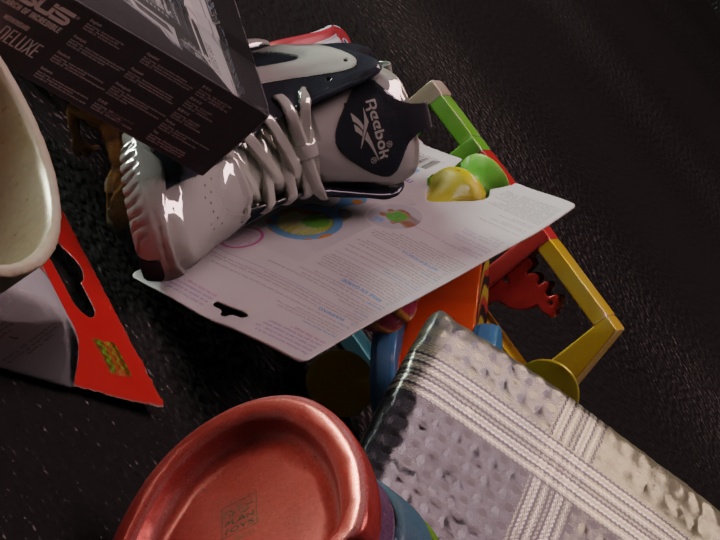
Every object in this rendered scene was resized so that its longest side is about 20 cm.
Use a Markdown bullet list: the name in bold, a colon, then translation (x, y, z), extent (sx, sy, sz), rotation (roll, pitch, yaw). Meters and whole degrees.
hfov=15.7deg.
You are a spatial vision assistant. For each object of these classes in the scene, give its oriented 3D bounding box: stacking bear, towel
- **stacking bear**: translation (0.000, 0.153, 1.028), extent (0.200, 0.121, 0.114), rotation (52, 20, -33)
- **towel**: translation (0.073, 0.143, 1.172), extent (0.199, 0.035, 0.193), rotation (36, 51, -11)

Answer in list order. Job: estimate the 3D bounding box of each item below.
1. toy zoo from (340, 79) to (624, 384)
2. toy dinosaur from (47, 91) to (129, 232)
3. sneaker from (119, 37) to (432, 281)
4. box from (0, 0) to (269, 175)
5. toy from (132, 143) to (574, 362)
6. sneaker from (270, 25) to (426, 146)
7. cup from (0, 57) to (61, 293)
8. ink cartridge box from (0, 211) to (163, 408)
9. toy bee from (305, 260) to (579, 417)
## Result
- **toy zoo**: translation (0.051, 0.016, 1.409), extent (0.201, 0.131, 0.020), rotation (53, 16, 10)
- **toy dinosaur**: translation (-0.140, -0.120, 1.248), extent (0.201, 0.060, 0.106), rotation (62, 2, -8)
- **sneaker**: translation (-0.034, -0.060, 1.251), extent (0.199, 0.128, 0.080), rotation (-60, 143, -67)
- **box**: translation (-0.139, -0.148, 1.157), extent (0.199, 0.050, 0.158), rotation (29, 31, -41)
- **toy**: translation (0.000, 0.000, 1.276), extent (0.115, 0.048, 0.199), rotation (24, 40, 36)
- **sneaker**: translation (0.004, -0.079, 1.599), extent (0.200, 0.071, 0.113), rotation (28, 31, -49)
- **cup**: translation (-0.209, -0.035, 0.783), extent (0.200, 0.143, 0.201), rotation (46, 16, -17)
- **ink cartridge box**: translation (-0.155, -0.030, 1.093), extent (0.200, 0.050, 0.163), rotation (18, 36, -57)
- **toy bee**: translation (0.030, 0.075, 1.302), extent (0.130, 0.109, 0.200), rotation (17, 42, 24)
